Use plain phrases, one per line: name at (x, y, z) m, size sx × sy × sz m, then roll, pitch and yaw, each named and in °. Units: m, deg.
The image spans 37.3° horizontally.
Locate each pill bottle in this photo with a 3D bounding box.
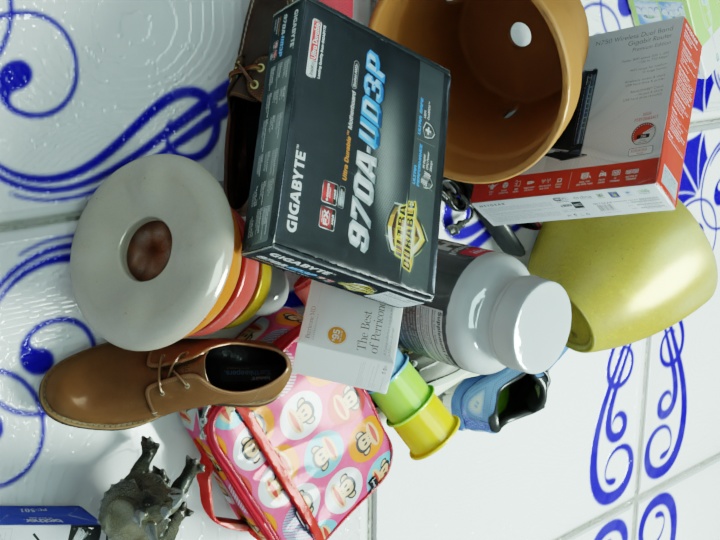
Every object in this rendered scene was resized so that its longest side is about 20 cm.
pill bottle at (0.092, 0.032, 0.985) m, size 0.110 × 0.199 × 0.113 m, roll -12°, pitch 109°, yaw -40°

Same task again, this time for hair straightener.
hair straightener at (0.114, -0.072, 1.087) m, size 0.200 × 0.041 × 0.078 m, roll 45°, pitch 71°, yaw -41°

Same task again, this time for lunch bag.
lunch bag at (-0.073, 0.153, 0.953) m, size 0.176 × 0.081 × 0.202 m, roll -41°, pitch 123°, yaw -23°

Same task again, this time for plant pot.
plant pot at (0.257, 0.004, 1.145) m, size 0.142 × 0.199 × 0.201 m, roll -39°, pitch 125°, yaw -18°
plant pot at (0.122, -0.198, 0.972) m, size 0.140 × 0.198 × 0.203 m, roll -38°, pitch 125°, yaw -48°

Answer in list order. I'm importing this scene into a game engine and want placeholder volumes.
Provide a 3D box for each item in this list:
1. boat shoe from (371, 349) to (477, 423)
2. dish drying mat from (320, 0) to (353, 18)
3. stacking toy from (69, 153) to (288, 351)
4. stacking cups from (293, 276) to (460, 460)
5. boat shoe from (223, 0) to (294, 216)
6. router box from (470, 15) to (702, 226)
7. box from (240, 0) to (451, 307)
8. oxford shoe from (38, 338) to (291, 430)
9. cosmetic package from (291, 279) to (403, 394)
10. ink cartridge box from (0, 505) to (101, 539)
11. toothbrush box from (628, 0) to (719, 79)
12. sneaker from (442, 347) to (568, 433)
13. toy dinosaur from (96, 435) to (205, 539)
boat shoe at (0.076, 0.094, 1.084) m, size 0.200 × 0.072 × 0.061 m, roll -25°, pitch 77°, yaw -23°
dish drying mat at (-0.038, -0.223, 0.924) m, size 0.076 × 0.018 × 0.203 m, roll -9°, pitch 108°, yaw -42°
stacking toy at (-0.121, 0.003, 0.857) m, size 0.200 × 0.145 × 0.148 m, roll 27°, pitch 82°, yaw -62°
stacking cups at (0.009, 0.083, 0.986) m, size 0.060 × 0.060 × 0.201 m, roll -44°, pitch 101°, yaw -25°
boat shoe at (-0.076, -0.142, 0.873) m, size 0.070 × 0.070 × 0.203 m, roll -10°, pitch 108°, yaw -44°
router box at (0.216, -0.140, 1.030) m, size 0.049 × 0.198 × 0.182 m, roll 36°, pitch 60°, yaw -42°
box at (-0.005, -0.087, 0.828) m, size 0.158 × 0.046 × 0.203 m, roll 19°, pitch 69°, yaw -36°
oxford shoe at (-0.149, 0.079, 0.829) m, size 0.197 × 0.071 × 0.072 m, roll -7°, pitch 78°, yaw -16°
cosmetic package at (0.000, 0.000, 0.907) m, size 0.051 × 0.081 × 0.202 m, roll 101°, pitch -1°, yaw -52°
ink cartridge box at (-0.270, 0.286, 0.825) m, size 0.093 × 0.044 × 0.203 m, roll 11°, pitch 94°, yaw -42°
toothbrush box at (0.379, -0.348, 1.229) m, size 0.146 × 0.085 × 0.201 m, roll -47°, pitch 127°, yaw -24°
sneaker at (0.182, 0.118, 1.168) m, size 0.199 × 0.088 × 0.079 m, roll -38°, pitch 125°, yaw -32°
toy dinosaur at (-0.176, 0.205, 0.864) m, size 0.103 × 0.076 × 0.201 m, roll -54°, pitch 170°, yaw -42°
